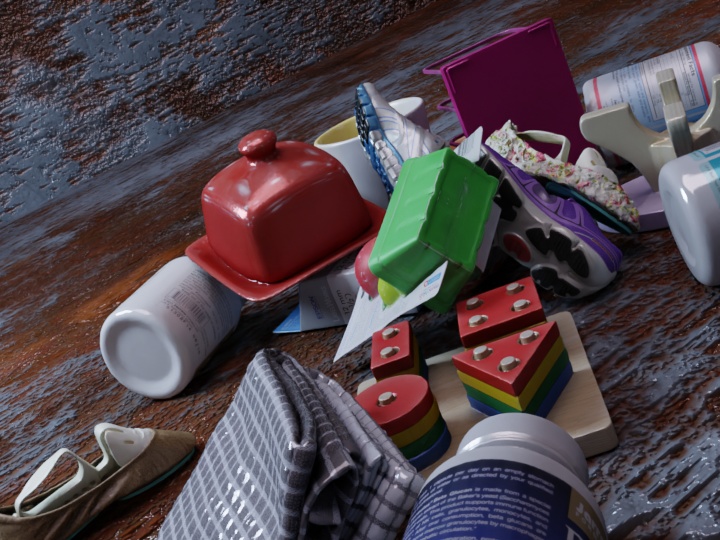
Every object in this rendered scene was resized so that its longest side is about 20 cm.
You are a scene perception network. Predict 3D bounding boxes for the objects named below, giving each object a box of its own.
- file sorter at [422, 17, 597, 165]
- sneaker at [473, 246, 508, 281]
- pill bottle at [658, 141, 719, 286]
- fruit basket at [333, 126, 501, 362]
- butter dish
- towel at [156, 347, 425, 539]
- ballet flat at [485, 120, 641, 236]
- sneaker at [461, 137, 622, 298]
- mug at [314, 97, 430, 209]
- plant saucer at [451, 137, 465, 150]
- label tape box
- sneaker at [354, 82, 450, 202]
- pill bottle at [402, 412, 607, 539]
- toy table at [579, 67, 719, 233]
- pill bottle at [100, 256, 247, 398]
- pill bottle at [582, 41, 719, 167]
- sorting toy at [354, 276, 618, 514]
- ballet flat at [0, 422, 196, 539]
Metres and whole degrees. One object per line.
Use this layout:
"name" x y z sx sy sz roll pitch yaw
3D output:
"file sorter" 0.177 -0.175 1.185 0.138 0.202 0.125 -25 15 -6
"sneaker" 0.132 -0.055 1.059 0.082 0.078 0.199 34 40 23
"pill bottle" 0.357 -0.070 0.816 0.198 0.112 0.111 -21 19 8
"fruit basket" 0.049 -0.017 0.936 0.200 0.093 0.187 -49 18 56
"butter dish" -0.094 -0.084 1.101 0.198 0.149 0.199 -29 32 -22
"towel" -0.060 0.154 0.645 0.167 0.085 0.200 -60 21 3
"ballet flat" 0.202 -0.101 0.999 0.199 0.075 0.064 30 90 35
"sneaker" 0.165 -0.051 0.957 0.083 0.200 0.081 -21 -31 -43
"mug" 0.035 -0.126 1.288 0.148 0.154 0.187 -24 18 -1
"plant saucer" 0.177 -0.158 1.389 0.198 0.038 0.200 -22 19 8
"label tape box" 0.000 0.000 1.127 0.198 0.067 0.143 -9 23 33
"sneaker" 0.053 -0.139 1.121 0.086 0.075 0.201 -19 58 -9
"pill bottle" 0.072 0.163 0.520 0.110 0.112 0.200 -15 21 23
"toy table" 0.322 -0.125 1.001 0.198 0.118 0.184 -19 19 9
"pill bottle" -0.203 0.049 1.158 0.113 0.115 0.200 -13 21 27
"pill bottle" 0.368 -0.199 1.158 0.198 0.110 0.109 -16 20 20
"sorting toy" 0.079 0.089 0.781 0.198 0.070 0.199 -20 19 10
"ballet flat" -0.242 0.185 0.900 0.199 0.073 0.068 -32 21 -24
